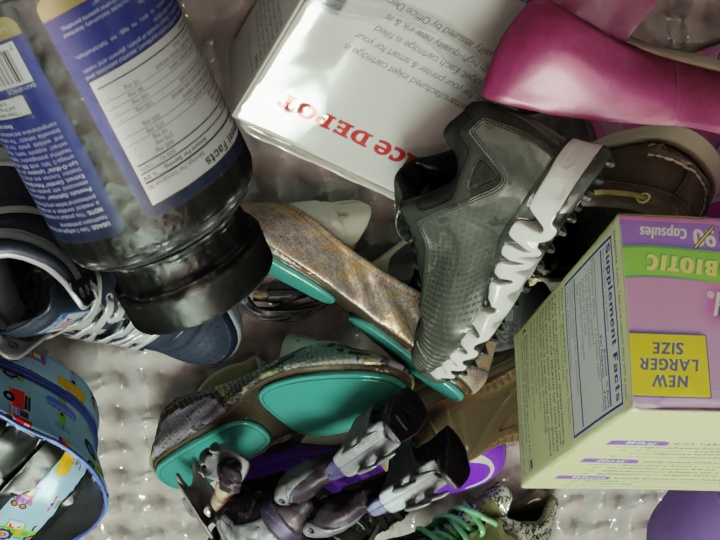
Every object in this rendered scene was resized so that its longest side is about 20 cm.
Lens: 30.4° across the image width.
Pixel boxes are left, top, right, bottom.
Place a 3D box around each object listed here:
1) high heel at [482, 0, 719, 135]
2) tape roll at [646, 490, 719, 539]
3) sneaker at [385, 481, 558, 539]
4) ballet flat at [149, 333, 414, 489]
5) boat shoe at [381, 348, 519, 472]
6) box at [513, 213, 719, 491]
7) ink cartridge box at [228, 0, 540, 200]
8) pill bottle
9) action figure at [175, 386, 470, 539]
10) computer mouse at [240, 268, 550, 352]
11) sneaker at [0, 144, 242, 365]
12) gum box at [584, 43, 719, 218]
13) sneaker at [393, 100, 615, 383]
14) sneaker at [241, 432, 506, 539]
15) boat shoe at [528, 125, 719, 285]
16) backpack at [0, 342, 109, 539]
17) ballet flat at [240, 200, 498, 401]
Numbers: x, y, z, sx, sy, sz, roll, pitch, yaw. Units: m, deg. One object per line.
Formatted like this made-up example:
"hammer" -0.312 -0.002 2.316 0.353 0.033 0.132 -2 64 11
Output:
"high heel" 0.153 -0.069 0.653 0.200 0.067 0.096 39 97 -15
"tape roll" 0.304 0.199 0.909 0.199 0.201 0.085 15 125 -19
"sneaker" 0.071 0.186 0.932 0.199 0.077 0.089 3 110 -47
"ballet flat" -0.054 0.077 0.839 0.200 0.072 0.072 -25 128 28
"boat shoe" 0.093 0.078 0.874 0.199 0.065 0.073 -18 117 -16
"box" 0.191 0.053 0.707 0.175 0.097 0.200 2 161 -7
"ink cartridge box" 0.039 -0.144 0.680 0.146 0.083 0.200 23 121 -24
"pill bottle" -0.123 -0.072 0.673 0.111 0.112 0.201 -21 116 8
"action figure" -0.035 0.143 0.803 0.200 0.069 0.130 -34 109 23
"computer mouse" 0.022 0.016 0.838 0.199 0.034 0.059 6 104 -3
"sneaker" -0.147 0.022 0.765 0.070 0.109 0.200 -38 123 20
"gum box" 0.213 -0.030 0.803 0.113 0.066 0.201 -18 128 7
"sneaker" 0.053 -0.017 0.691 0.090 0.067 0.200 34 143 7
"sneaker" 0.004 0.153 0.892 0.199 0.100 0.070 -4 130 -4
"boat shoe" 0.106 -0.026 0.741 0.199 0.060 0.072 -13 124 46
"backpack" -0.240 0.102 0.775 0.182 0.135 0.200 33 130 -26
"ballet flat" 0.000 0.000 0.791 0.200 0.068 0.067 35 80 -14
